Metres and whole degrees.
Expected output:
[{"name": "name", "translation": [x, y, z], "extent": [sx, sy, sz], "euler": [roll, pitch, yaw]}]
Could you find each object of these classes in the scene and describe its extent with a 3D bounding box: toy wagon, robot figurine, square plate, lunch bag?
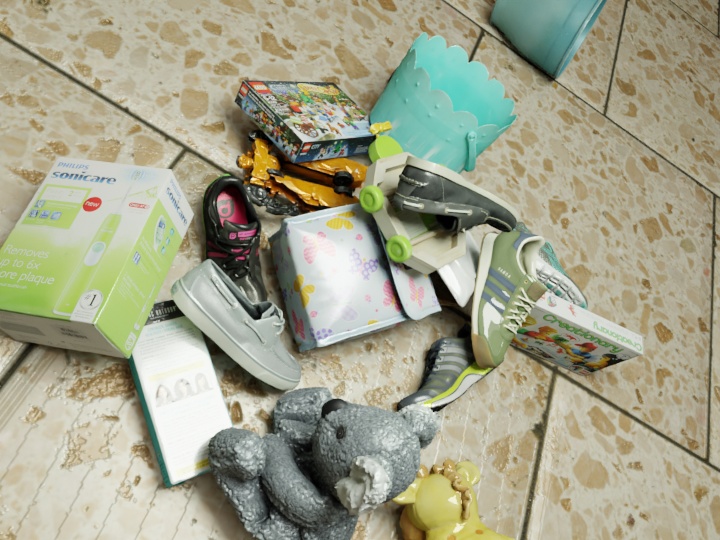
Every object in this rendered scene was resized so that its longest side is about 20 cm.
[{"name": "toy wagon", "translation": [0.063, -0.096, 0.747], "extent": [0.155, 0.040, 0.200], "euler": [-25, 83, -44]}, {"name": "robot figurine", "translation": [-0.085, -0.129, 0.852], "extent": [0.200, 0.058, 0.145], "euler": [13, 61, -21]}, {"name": "square plate", "translation": [0.125, -0.057, 0.860], "extent": [0.200, 0.028, 0.198], "euler": [59, 24, 2]}, {"name": "lunch bag", "translation": [0.000, 0.000, 0.772], "extent": [0.200, 0.127, 0.170], "euler": [-12, 83, -25]}]

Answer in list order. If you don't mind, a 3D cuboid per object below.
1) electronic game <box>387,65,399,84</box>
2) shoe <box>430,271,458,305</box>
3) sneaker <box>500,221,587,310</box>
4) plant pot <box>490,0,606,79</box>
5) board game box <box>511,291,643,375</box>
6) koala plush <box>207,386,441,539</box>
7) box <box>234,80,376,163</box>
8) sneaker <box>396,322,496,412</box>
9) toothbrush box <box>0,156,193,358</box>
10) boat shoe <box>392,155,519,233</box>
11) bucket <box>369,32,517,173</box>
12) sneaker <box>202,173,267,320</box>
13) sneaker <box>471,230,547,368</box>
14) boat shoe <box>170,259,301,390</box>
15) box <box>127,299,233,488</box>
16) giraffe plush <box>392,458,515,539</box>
[{"name": "electronic game", "translation": [0.139, -0.297, 1.055], "extent": [0.200, 0.042, 0.200], "euler": [11, 62, -22]}, {"name": "shoe", "translation": [0.064, 0.002, 0.873], "extent": [0.200, 0.053, 0.070], "euler": [28, 77, -7]}, {"name": "sneaker", "translation": [0.311, -0.008, 0.982], "extent": [0.200, 0.078, 0.091], "euler": [44, 51, -3]}, {"name": "plant pot", "translation": [0.382, -0.534, 1.212], "extent": [0.188, 0.200, 0.200], "euler": [33, 55, 10]}, {"name": "board game box", "translation": [0.309, 0.098, 0.896], "extent": [0.200, 0.126, 0.035], "euler": [23, 58, -14]}, {"name": "koala plush", "translation": [-0.017, 0.205, 0.614], "extent": [0.177, 0.200, 0.184], "euler": [-19, 81, -59]}, {"name": "box", "translation": [-0.068, -0.226, 0.869], "extent": [0.137, 0.038, 0.200], "euler": [47, 36, 16]}, {"name": "sneaker", "translation": [0.115, 0.143, 0.820], "extent": [0.200, 0.074, 0.081], "euler": [-25, 73, -41]}, {"name": "toothbrush box", "translation": [-0.296, -0.019, 0.646], "extent": [0.145, 0.086, 0.200], "euler": [8, 58, 10]}, {"name": "boat shoe", "translation": [0.121, -0.078, 0.724], "extent": [0.200, 0.072, 0.068], "euler": [17, 94, -39]}, {"name": "bucket", "translation": [0.123, -0.244, 0.900], "extent": [0.207, 0.135, 0.207], "euler": [22, 44, -23]}, {"name": "sneaker", "translation": [-0.161, -0.027, 0.740], "extent": [0.077, 0.084, 0.200], "euler": [-13, 84, -22]}, {"name": "sneaker", "translation": [0.210, 0.034, 0.804], "extent": [0.067, 0.090, 0.200], "euler": [32, 60, -47]}, {"name": "boat shoe", "translation": [-0.128, 0.066, 0.690], "extent": [0.072, 0.070, 0.201], "euler": [-42, 117, 4]}, {"name": "box", "translation": [-0.209, 0.135, 0.668], "extent": [0.082, 0.049, 0.200], "euler": [-14, 73, -31]}, {"name": "giraffe plush", "translation": [0.102, 0.314, 0.681], "extent": [0.173, 0.200, 0.162], "euler": [26, 25, -49]}]
